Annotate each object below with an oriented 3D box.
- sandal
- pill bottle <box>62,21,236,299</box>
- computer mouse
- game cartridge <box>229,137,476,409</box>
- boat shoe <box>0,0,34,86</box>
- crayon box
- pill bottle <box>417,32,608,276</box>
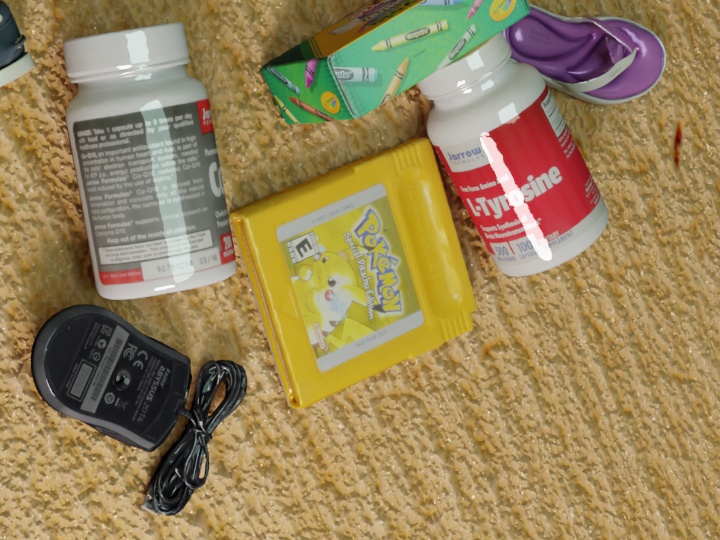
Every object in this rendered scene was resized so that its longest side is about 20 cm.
[{"bbox_3d":[0.205,-0.197,1.762,0.201,0.050,0.083,4,89,-31],"label":"sandal"},{"bbox_3d":[-0.167,-0.086,1.509,0.113,0.114,0.202,-13,98,-29],"label":"pill bottle"},{"bbox_3d":[-0.191,0.096,1.539,0.200,0.052,0.139,38,74,-37],"label":"computer mouse"},{"bbox_3d":[0.000,0.000,1.657,0.199,0.032,0.178,-23,103,-27],"label":"game cartridge"},{"bbox_3d":[-0.333,-0.141,1.432,0.199,0.075,0.062,-30,107,-28],"label":"boat shoe"},{"bbox_3d":[0.030,-0.193,1.619,0.199,0.118,0.059,-33,107,-26],"label":"crayon box"},{"bbox_3d":[0.127,-0.106,1.681,0.112,0.112,0.201,-38,109,-24],"label":"pill bottle"}]
